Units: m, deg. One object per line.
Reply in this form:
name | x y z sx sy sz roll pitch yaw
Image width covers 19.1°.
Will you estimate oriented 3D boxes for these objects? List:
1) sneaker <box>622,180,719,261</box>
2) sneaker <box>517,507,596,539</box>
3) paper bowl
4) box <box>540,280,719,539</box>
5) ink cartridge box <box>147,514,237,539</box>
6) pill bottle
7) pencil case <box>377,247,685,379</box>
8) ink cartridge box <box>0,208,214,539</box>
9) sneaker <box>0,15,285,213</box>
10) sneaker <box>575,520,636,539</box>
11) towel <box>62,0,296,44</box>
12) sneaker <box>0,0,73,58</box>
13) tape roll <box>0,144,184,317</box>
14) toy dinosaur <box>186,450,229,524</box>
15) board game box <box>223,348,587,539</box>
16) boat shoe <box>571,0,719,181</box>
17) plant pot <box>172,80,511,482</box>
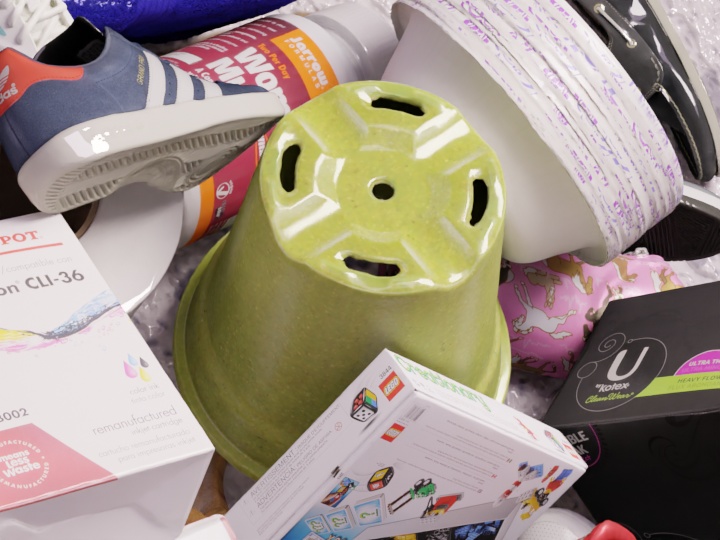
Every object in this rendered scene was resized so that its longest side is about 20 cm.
sneaker | 0.156 -0.080 1.419 0.199 0.084 0.121 14 55 5
sneaker | 0.127 0.226 1.225 0.115 0.073 0.201 27 40 -65
paper bowl | 0.088 -0.086 1.257 0.104 0.201 0.201 -39 85 -5
box | 0.229 0.119 1.285 0.200 0.148 0.124 56 47 -23
ink cartridge box | -0.107 0.229 1.041 0.083 0.200 0.146 -19 74 -39
pill bottle | -0.068 -0.093 1.302 0.199 0.110 0.110 -27 78 -37
pencil case | 0.108 0.017 1.357 0.199 0.083 0.087 12 46 -23
ink cartridge box | -0.169 0.043 0.984 0.116 0.068 0.200 -13 51 -35
sneaker | -0.113 -0.088 1.073 0.085 0.075 0.200 56 26 11
sneaker | 0.132 0.185 1.099 0.077 0.085 0.200 42 10 -19
towel | -0.144 -0.155 1.283 0.199 0.147 0.050 -15 101 -34
sneaker | -0.187 -0.135 1.100 0.200 0.080 0.070 47 50 -4
tape roll | -0.213 -0.024 1.162 0.202 0.139 0.204 14 57 -23
toy dinosaur | -0.086 0.146 1.194 0.106 0.061 0.200 10 36 -23
board game box | 0.030 0.120 1.160 0.035 0.126 0.200 52 14 33
boat shoe | 0.199 -0.148 1.525 0.067 0.072 0.201 -28 85 0
plant pot | 0.000 0.000 1.168 0.199 0.185 0.201 3 60 -6
